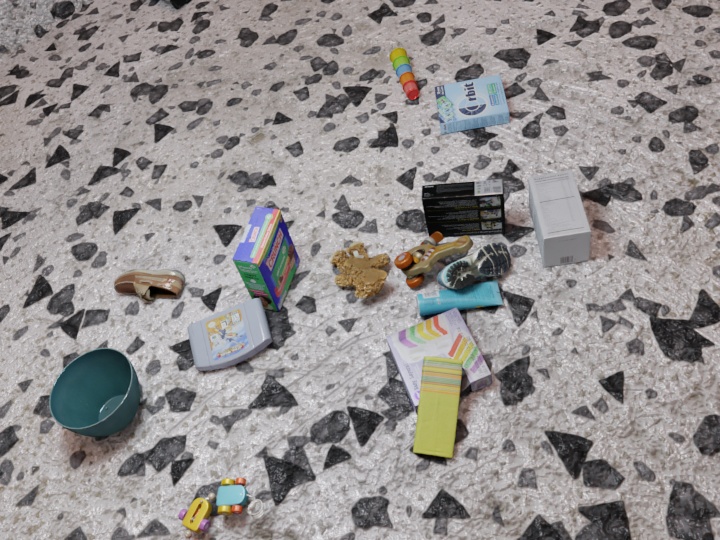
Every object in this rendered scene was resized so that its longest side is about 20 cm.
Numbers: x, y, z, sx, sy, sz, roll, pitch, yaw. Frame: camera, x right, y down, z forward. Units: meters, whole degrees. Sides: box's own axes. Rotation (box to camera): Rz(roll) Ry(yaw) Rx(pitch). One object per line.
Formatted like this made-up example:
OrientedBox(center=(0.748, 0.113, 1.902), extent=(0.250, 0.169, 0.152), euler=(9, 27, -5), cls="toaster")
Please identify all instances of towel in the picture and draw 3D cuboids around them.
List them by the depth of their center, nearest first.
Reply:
OrientedBox(center=(0.162, 0.282, 1.471), extent=(0.085, 0.018, 0.203), euler=(5, 76, 13), cls="towel")

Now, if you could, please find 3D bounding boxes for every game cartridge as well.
OrientedBox(center=(-0.317, 0.161, 1.707), extent=(0.197, 0.042, 0.134), euler=(-22, 59, 3), cls="game cartridge")

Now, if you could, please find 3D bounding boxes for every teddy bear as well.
OrientedBox(center=(0.000, 0.000, 1.760), extent=(0.144, 0.067, 0.199), euler=(-37, 46, -26), cls="teddy bear")

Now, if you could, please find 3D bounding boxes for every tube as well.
OrientedBox(center=(0.231, 0.066, 1.654), extent=(0.197, 0.051, 0.078), euler=(-9, 50, 2), cls="tube")

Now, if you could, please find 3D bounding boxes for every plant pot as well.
OrientedBox(center=(-0.589, 0.301, 1.626), extent=(0.197, 0.136, 0.202), euler=(-8, 51, 9), cls="plant pot")

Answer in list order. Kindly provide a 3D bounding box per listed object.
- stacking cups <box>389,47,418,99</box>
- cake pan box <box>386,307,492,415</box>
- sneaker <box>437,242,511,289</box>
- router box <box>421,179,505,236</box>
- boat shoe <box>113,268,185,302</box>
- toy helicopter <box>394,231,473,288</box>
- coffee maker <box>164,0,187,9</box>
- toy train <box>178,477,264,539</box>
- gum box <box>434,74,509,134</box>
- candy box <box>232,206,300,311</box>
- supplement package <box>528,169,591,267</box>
OrientedBox(center=(0.144, -0.609, 2.193), extent=(0.060, 0.061, 0.202), euler=(-17, 55, 1), cls="stacking cups")
OrientedBox(center=(0.172, 0.201, 1.559), extent=(0.182, 0.053, 0.202), euler=(-22, 52, 0), cls="cake pan box")
OrientedBox(center=(0.267, -0.011, 1.682), extent=(0.198, 0.086, 0.079), euler=(-17, 91, -23), cls="sneaker")
OrientedBox(center=(0.257, -0.151, 1.744), extent=(0.197, 0.150, 0.052), euler=(-2, 52, 12), cls="router box")
OrientedBox(center=(-0.562, 0.042, 1.860), extent=(0.197, 0.076, 0.073), euler=(-6, 53, 12), cls="boat shoe")
OrientedBox(center=(0.183, -0.046, 1.702), extent=(0.198, 0.079, 0.133), euler=(-18, 30, 31), cls="toy helicopter")
OrientedBox(center=(-0.752, -1.138, 2.802), extent=(0.198, 0.136, 0.191), euler=(27, 40, 29), cls="coffee maker")
OrientedBox(center=(-0.287, 0.521, 1.433), extent=(0.199, 0.056, 0.150), euler=(-39, 55, -12), cls="toy train")
OrientedBox(center=(0.322, -0.484, 2.053), extent=(0.197, 0.045, 0.172), euler=(-8, 52, 7), cls="gum box")
OrientedBox(center=(-0.229, -0.027, 1.742), extent=(0.076, 0.201, 0.171), euler=(6, 55, 18), cls="candy box")
OrientedBox(center=(0.475, -0.127, 1.694), extent=(0.112, 0.110, 0.202), euler=(-8, 52, 8), cls="supplement package")
